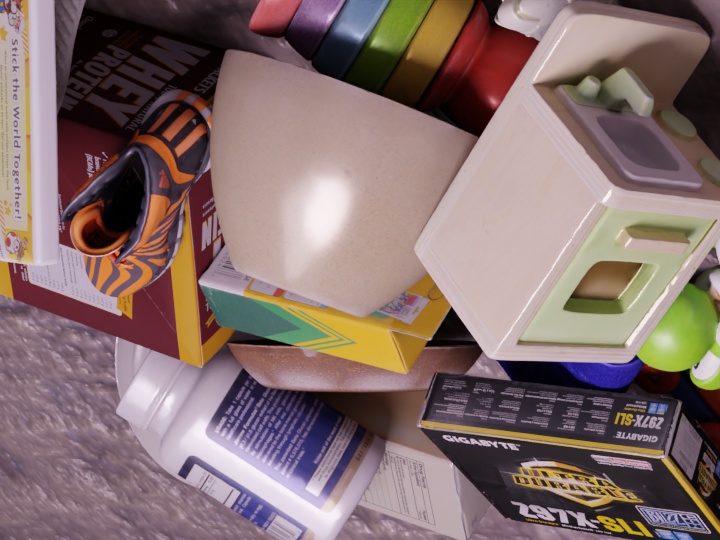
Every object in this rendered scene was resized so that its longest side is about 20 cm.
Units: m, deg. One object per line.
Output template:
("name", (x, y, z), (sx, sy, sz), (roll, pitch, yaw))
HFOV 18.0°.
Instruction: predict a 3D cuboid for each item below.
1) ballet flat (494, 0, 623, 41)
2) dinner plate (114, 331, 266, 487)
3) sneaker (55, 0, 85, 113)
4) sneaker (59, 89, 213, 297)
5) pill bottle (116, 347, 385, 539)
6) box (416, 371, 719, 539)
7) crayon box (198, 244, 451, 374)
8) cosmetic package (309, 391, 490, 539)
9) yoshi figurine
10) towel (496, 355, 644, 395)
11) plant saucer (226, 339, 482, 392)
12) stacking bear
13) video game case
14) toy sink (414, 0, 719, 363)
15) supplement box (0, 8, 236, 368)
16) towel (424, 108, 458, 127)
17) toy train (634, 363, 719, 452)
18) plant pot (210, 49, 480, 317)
("ballet flat", (0.090, -0.192, 1.423), (0.200, 0.072, 0.072), (47, 145, -17))
("dinner plate", (-0.132, 0.086, 1.886), (0.199, 0.024, 0.202), (4, 98, 34))
("sneaker", (-0.259, -0.165, 1.593), (0.104, 0.075, 0.201), (33, 114, 28))
("sneaker", (-0.170, -0.033, 1.560), (0.077, 0.112, 0.200), (35, 136, 7))
("pill bottle", (-0.089, 0.131, 1.793), (0.199, 0.111, 0.111), (33, 146, -1))
("box", (0.162, 0.137, 1.605), (0.199, 0.050, 0.160), (5, 154, 34))
("crayon box", (0.000, 0.000, 1.632), (0.199, 0.126, 0.052), (13, 144, 32))
("cosmetic package", (0.013, 0.141, 1.886), (0.199, 0.071, 0.106), (17, 140, 25))
("yoshi figurine", (0.231, -0.002, 1.448), (0.111, 0.113, 0.201), (22, 127, 6))
("towel", (0.134, 0.045, 1.606), (0.148, 0.049, 0.200), (59, 166, 19))
("plant saucer", (-0.003, 0.071, 1.728), (0.199, 0.200, 0.037), (1, 91, 40))
("stacking bear", (0.038, -0.155, 1.481), (0.199, 0.114, 0.122), (30, 154, -3))
("video game case", (-0.272, -0.111, 1.547), (0.181, 0.023, 0.202), (7, 101, 41))
("toy sink", (0.150, -0.047, 1.398), (0.201, 0.130, 0.112), (-58, 48, 28))
("supplement box", (-0.172, -0.067, 1.715), (0.199, 0.133, 0.198), (18, 132, 24))
("towel", (0.033, -0.048, 1.678), (0.149, 0.031, 0.200), (41, 146, -6))
("toy train", (0.287, 0.089, 1.587), (0.115, 0.085, 0.200), (-23, 116, 37))
("plant pot", (-0.017, -0.047, 1.495), (0.199, 0.135, 0.200), (20, 180, 0))
